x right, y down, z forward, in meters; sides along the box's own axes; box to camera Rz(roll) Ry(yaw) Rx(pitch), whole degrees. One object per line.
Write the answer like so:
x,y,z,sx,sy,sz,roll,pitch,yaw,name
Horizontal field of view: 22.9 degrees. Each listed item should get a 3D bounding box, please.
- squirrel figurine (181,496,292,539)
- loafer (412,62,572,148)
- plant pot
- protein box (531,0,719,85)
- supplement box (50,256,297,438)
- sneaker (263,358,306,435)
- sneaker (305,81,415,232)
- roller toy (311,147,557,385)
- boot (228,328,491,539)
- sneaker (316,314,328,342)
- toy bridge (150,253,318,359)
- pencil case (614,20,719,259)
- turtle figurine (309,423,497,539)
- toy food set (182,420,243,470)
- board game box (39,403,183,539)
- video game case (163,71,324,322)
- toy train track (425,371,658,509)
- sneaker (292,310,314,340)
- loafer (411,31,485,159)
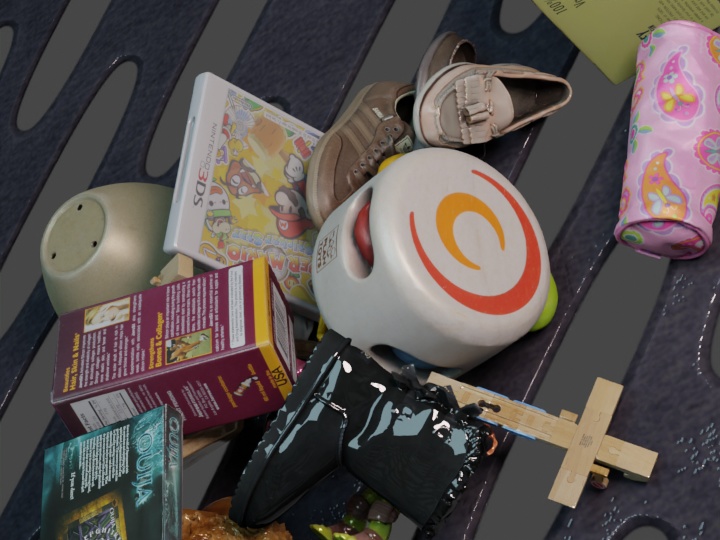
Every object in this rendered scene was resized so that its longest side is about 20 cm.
-0.166,0.247,1.539,0.200,0.186,0.142,152,131,-64,squirrel figurine
0.120,-0.151,1.575,0.063,0.200,0.072,3,105,33,loafer
-0.246,-0.010,1.810,0.200,0.134,0.201,-18,57,29,plant pot
0.244,-0.302,1.542,0.200,0.198,0.135,-30,52,23,protein box
-0.161,0.078,1.556,0.199,0.086,0.111,-16,42,9,supplement box
-0.038,0.131,1.575,0.096,0.079,0.200,-66,16,-8,sneaker
0.012,-0.114,1.675,0.075,0.071,0.200,-4,42,30,sneaker
0.055,-0.001,1.527,0.200,0.182,0.140,55,137,2,roller toy
0.002,0.161,1.448,0.162,0.073,0.199,31,100,9,boot
0.000,0.000,1.642,0.073,0.077,0.201,-11,48,17,sneaker
-0.107,0.044,1.634,0.067,0.200,0.027,-43,36,35,toy bridge
0.266,-0.111,1.506,0.087,0.087,0.201,-7,62,35,pencil case
0.029,0.178,1.545,0.161,0.064,0.200,-50,35,-16,turtle figurine
-0.191,0.169,1.651,0.198,0.200,0.049,-29,84,-18,toy food set
-0.206,0.220,1.464,0.135,0.028,0.201,-21,53,25,board game box
-0.087,-0.066,1.672,0.023,0.200,0.183,-17,57,45,video game case
0.146,0.132,1.467,0.199,0.033,0.115,19,65,16,toy train track
-0.089,-0.022,1.716,0.078,0.099,0.201,-20,56,32,sneaker
0.091,-0.129,1.665,0.071,0.073,0.201,-1,71,26,loafer
